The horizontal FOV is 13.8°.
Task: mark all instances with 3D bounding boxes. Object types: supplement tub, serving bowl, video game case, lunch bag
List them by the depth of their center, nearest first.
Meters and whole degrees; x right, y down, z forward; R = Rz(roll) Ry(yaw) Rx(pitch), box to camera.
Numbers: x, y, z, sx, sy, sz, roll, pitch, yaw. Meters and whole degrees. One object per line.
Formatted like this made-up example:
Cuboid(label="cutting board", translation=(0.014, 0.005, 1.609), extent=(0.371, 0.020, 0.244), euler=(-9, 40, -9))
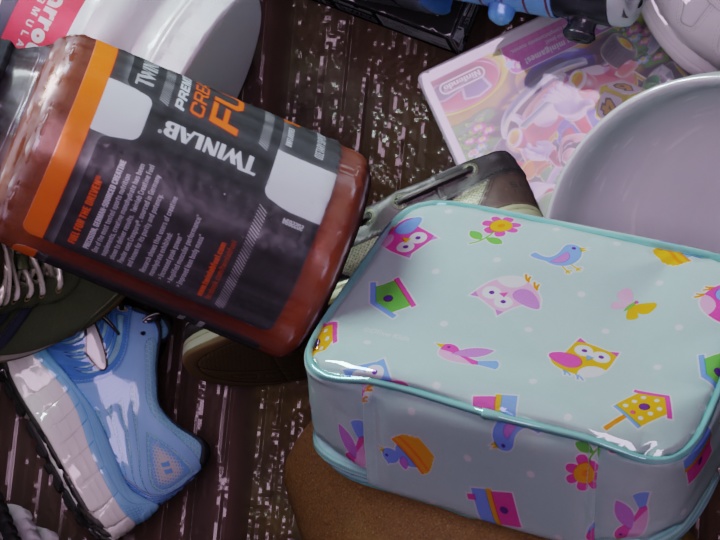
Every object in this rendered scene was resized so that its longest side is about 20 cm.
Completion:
Cuboid(label="lunch bag", translation=(0.087, 0.044, 1.366), extent=(0.199, 0.077, 0.161), euler=(14, 41, 19))
Cuboid(label="supplement tub", translation=(-0.103, -0.042, 1.378), extent=(0.199, 0.107, 0.107), euler=(23, 86, -9))
Cuboid(label="serving bowl", translation=(0.190, -0.004, 1.428), extent=(0.199, 0.066, 0.201), euler=(9, 111, 23))
Cuboid(label="supplement tub", translation=(-0.166, -0.128, 1.498), extent=(0.199, 0.140, 0.141), euler=(27, 87, 10))
Cuboid(label="video game case", translation=(0.133, -0.039, 1.504), extent=(0.143, 0.018, 0.201), euler=(-25, 80, 4))

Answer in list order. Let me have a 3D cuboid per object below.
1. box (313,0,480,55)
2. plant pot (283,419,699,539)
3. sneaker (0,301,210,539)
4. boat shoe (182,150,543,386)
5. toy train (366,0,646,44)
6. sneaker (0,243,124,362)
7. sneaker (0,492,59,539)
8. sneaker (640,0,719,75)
Cuboid(label="box", translation=(-0.011, -0.220, 1.533), extent=(0.199, 0.050, 0.158), euler=(22, 86, 11))
Cuboid(label="plant pot", translation=(0.058, 0.145, 1.426), extent=(0.186, 0.186, 0.200), euler=(-42, 63, 1))
Cuboid(label="sneaker", translation=(-0.143, 0.035, 1.520), extent=(0.090, 0.078, 0.201), euler=(-26, 83, -14))
Cuboid(label="boat shoe", translation=(0.000, 0.000, 1.498), extent=(0.199, 0.073, 0.065), euler=(-20, 60, 10))
Cuboid(label="toy train", translation=(0.065, -0.176, 1.440), extent=(0.199, 0.087, 0.115), euler=(13, 87, 20))
Cuboid(label="sneaker", translation=(-0.185, 0.007, 1.413), extent=(0.199, 0.090, 0.067), euler=(-11, 82, -30))
Cuboid(label="sneaker", translation=(-0.166, 0.167, 1.460), extent=(0.200, 0.075, 0.081), euler=(32, 104, -24))
Cuboid(label="sneaker", translation=(0.214, -0.112, 1.457), extent=(0.200, 0.075, 0.100), euler=(51, 133, 3))
